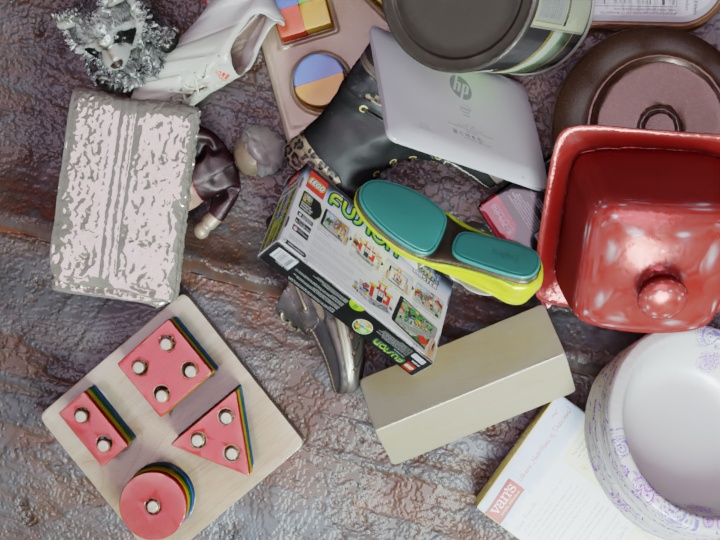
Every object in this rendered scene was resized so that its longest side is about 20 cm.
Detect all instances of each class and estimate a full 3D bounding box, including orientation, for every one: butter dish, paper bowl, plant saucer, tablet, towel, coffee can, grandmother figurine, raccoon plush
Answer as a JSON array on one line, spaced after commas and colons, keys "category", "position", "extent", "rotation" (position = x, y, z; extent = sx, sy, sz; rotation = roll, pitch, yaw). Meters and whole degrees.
[{"category": "butter dish", "position": [0.265, -0.013, 1.211], "extent": [0.196, 0.149, 0.202], "rotation": [4, 125, 1]}, {"category": "paper bowl", "position": [0.311, 0.161, 1.289], "extent": [0.198, 0.104, 0.204], "rotation": [5, 70, -13]}, {"category": "plant saucer", "position": [0.284, -0.135, 1.281], "extent": [0.197, 0.037, 0.204], "rotation": [0, 93, 0]}, {"category": "tablet", "position": [0.095, -0.153, 1.262], "extent": [0.198, 0.014, 0.132], "rotation": [15, 53, -35]}, {"category": "towel", "position": [-0.230, -0.070, 1.299], "extent": [0.130, 0.034, 0.203], "rotation": [9, 91, 0]}, {"category": "coffee can", "position": [0.123, -0.255, 1.227], "extent": [0.144, 0.199, 0.149], "rotation": [3, 98, 25]}, {"category": "grandmother figurine", "position": [-0.169, -0.096, 1.342], "extent": [0.197, 0.061, 0.122], "rotation": [-20, 119, 0]}, {"category": "raccoon plush", "position": [-0.259, -0.257, 1.258], "extent": [0.097, 0.134, 0.200], "rotation": [-41, 63, -2]}]

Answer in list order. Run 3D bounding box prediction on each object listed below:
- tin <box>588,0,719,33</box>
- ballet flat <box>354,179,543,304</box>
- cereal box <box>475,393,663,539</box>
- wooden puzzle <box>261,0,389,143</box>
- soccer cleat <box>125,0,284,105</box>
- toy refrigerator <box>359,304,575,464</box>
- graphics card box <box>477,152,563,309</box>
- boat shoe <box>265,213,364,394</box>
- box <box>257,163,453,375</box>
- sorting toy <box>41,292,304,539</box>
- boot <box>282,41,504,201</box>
[{"category": "tin", "position": [0.269, -0.292, 1.321], "extent": [0.197, 0.042, 0.114], "rotation": [1, 97, 2]}, {"category": "ballet flat", "position": [0.081, -0.020, 1.286], "extent": [0.198, 0.067, 0.067], "rotation": [24, 60, 10]}, {"category": "cereal box", "position": [0.235, 0.238, 1.349], "extent": [0.199, 0.040, 0.145], "rotation": [37, 93, 1]}, {"category": "wooden puzzle", "position": [-0.009, -0.236, 1.330], "extent": [0.183, 0.046, 0.203], "rotation": [-16, 93, 3]}, {"category": "soccer cleat", "position": [-0.157, -0.200, 1.315], "extent": [0.200, 0.069, 0.078], "rotation": [-48, 66, 11]}, {"category": "toy refrigerator", "position": [0.105, 0.112, 1.321], "extent": [0.198, 0.076, 0.071], "rotation": [-22, 52, 4]}, {"category": "graphics card box", "position": [0.231, -0.069, 1.327], "extent": [0.199, 0.051, 0.126], "rotation": [-35, 91, 5]}, {"category": "boat shoe", "position": [-0.046, 0.028, 1.340], "extent": [0.072, 0.074, 0.203], "rotation": [-15, 84, 13]}, {"category": "box", "position": [0.000, 0.000, 1.283], "extent": [0.199, 0.111, 0.035], "rotation": [39, 134, -20]}, {"category": "sorting toy", "position": [-0.194, 0.164, 1.348], "extent": [0.199, 0.070, 0.199], "rotation": [-39, 91, 3]}, {"category": "boot", "position": [0.034, -0.115, 1.318], "extent": [0.199, 0.074, 0.150], "rotation": [36, 115, -30]}]
